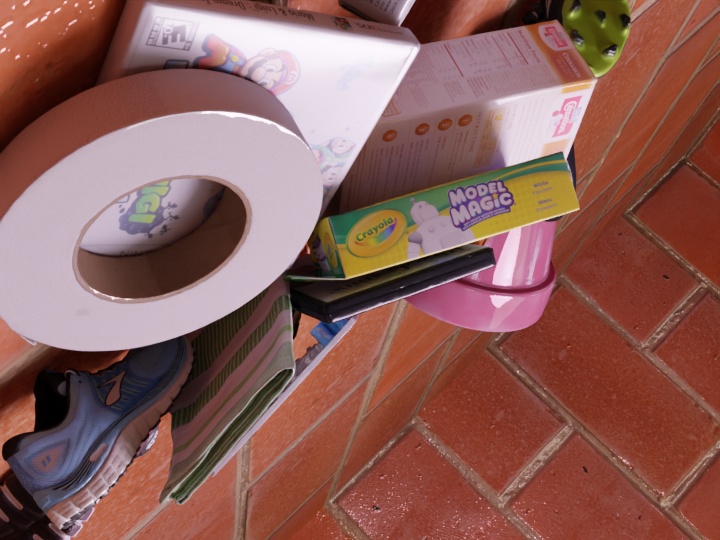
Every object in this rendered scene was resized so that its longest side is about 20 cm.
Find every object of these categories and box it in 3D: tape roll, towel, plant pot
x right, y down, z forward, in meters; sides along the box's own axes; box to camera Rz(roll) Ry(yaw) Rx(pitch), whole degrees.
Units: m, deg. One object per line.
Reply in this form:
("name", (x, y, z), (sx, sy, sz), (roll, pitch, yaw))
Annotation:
("tape roll", (-0.119, -0.028, 0.588), (0.202, 0.037, 0.203), (-21, 149, -14))
("towel", (-0.103, 0.067, 0.780), (0.153, 0.023, 0.200), (-49, -157, 20))
("plant pot", (0.139, -0.058, 1.140), (0.200, 0.200, 0.179), (-28, 142, -53))

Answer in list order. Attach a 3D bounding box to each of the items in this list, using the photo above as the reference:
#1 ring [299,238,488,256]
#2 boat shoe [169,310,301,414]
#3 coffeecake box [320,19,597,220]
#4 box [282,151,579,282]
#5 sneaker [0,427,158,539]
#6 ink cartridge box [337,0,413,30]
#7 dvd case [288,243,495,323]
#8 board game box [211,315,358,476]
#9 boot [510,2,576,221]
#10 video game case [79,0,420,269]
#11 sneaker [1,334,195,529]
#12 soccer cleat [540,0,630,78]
("ring", (0.031, -0.021, 0.994), (0.200, 0.019, 0.201), (-6, 154, -3))
("boat shoe", (-0.118, 0.075, 0.967), (0.068, 0.072, 0.200), (-54, 178, 29))
("coffeecake box", (0.065, -0.102, 0.804), (0.199, 0.073, 0.154), (-13, 147, -16))
("box", (0.041, -0.033, 0.731), (0.199, 0.049, 0.117), (-19, -178, -12))
("sneaker", (-0.238, 0.179, 0.891), (0.200, 0.076, 0.116), (-47, 169, -2))
("ink cartridge box", (0.066, -0.264, 0.625), (0.200, 0.043, 0.174), (-58, -175, 36))
("dvd case", (0.000, 0.000, 0.825), (0.142, 0.018, 0.200), (-18, -167, -20))
("board game box", (-0.076, 0.105, 1.032), (0.200, 0.026, 0.200), (-48, -179, 5))
("boot", (0.198, -0.170, 1.011), (0.163, 0.073, 0.199), (-51, 134, -32))
("video game case", (-0.081, -0.072, 0.613), (0.182, 0.024, 0.200), (-1, 138, -37))
("sneaker", (-0.194, 0.093, 0.763), (0.078, 0.090, 0.200), (-40, -167, 32))
("soccer cleat", (0.186, -0.227, 0.866), (0.081, 0.067, 0.201), (126, -23, -55))
